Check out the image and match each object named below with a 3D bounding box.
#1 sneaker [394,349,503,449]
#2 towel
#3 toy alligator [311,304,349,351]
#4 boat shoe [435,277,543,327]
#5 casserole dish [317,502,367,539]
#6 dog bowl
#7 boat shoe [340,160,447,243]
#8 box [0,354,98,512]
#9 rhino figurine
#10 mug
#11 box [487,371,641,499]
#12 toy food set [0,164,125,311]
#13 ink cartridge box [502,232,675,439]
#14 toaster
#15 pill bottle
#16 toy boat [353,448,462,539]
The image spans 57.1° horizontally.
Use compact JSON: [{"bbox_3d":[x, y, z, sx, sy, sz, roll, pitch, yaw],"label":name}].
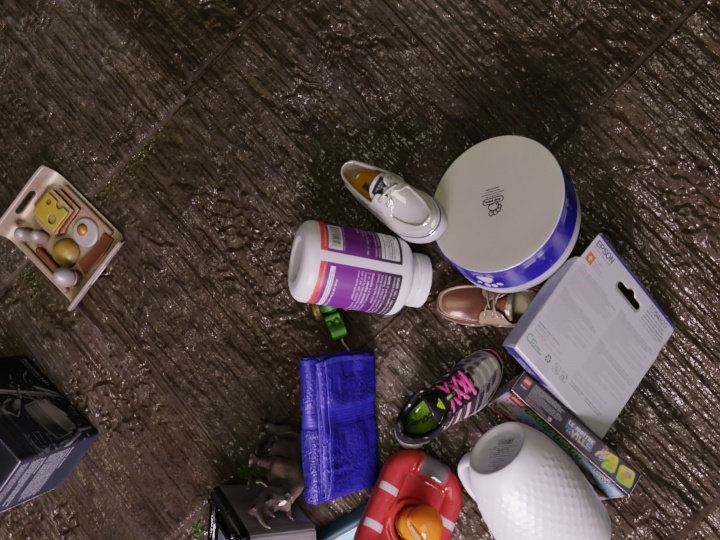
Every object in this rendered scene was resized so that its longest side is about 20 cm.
[{"bbox_3d":[0.124,0.188,0.952,0.198,0.087,0.075,-39,73,6],"label":"sneaker"},{"bbox_3d":[-0.023,0.221,0.954,0.049,0.145,0.208,-3,87,44],"label":"towel"},{"bbox_3d":[-0.044,0.060,1.007,0.058,0.054,0.206,-18,84,9],"label":"toy alligator"},{"bbox_3d":[0.205,0.045,0.956,0.193,0.072,0.079,-1,87,10],"label":"boat shoe"},{"bbox_3d":[0.008,0.426,0.990,0.196,0.039,0.124,-30,83,6],"label":"casserole dish"},{"bbox_3d":[0.199,-0.079,0.917,0.195,0.078,0.207,-14,64,30],"label":"dog bowl"},{"bbox_3d":[0.040,-0.106,0.947,0.072,0.069,0.199,-53,49,3],"label":"boat shoe"},{"bbox_3d":[-0.552,0.247,1.014,0.199,0.196,0.125,41,93,9],"label":"box"},{"bbox_3d":[-0.118,0.290,0.947,0.084,0.201,0.062,5,113,-2],"label":"rhino figurine"},{"bbox_3d":[0.211,0.300,0.895,0.148,0.198,0.177,-46,108,-29],"label":"mug"},{"bbox_3d":[0.275,0.231,0.915,0.199,0.111,0.035,42,69,10],"label":"box"},{"bbox_3d":[-0.497,-0.055,1.088,0.199,0.060,0.144,42,95,9],"label":"toy food set"},{"bbox_3d":[0.316,0.090,0.905,0.200,0.040,0.201,45,78,-16],"label":"ink cartridge box"},{"bbox_3d":[-0.147,0.421,0.933,0.115,0.199,0.188,2,94,-27],"label":"toaster"},{"bbox_3d":[0.000,0.000,0.948,0.194,0.112,0.116,10,89,-19],"label":"pill bottle"},{"bbox_3d":[0.073,0.350,0.905,0.128,0.131,0.204,29,68,-4],"label":"toy boat"}]
